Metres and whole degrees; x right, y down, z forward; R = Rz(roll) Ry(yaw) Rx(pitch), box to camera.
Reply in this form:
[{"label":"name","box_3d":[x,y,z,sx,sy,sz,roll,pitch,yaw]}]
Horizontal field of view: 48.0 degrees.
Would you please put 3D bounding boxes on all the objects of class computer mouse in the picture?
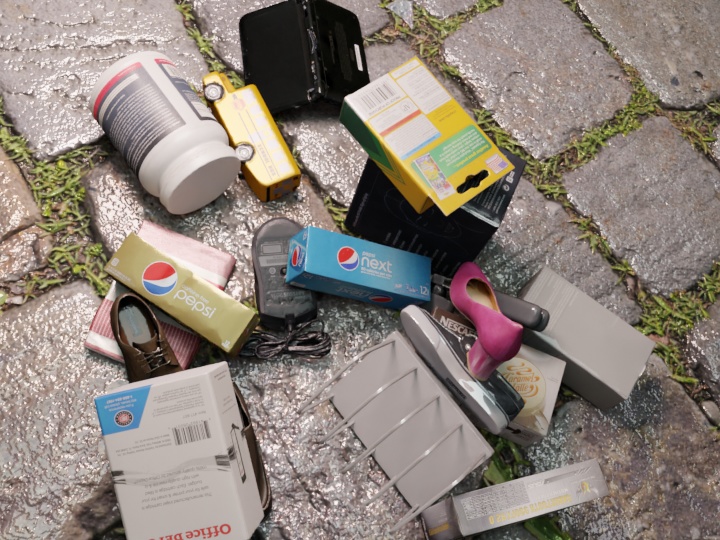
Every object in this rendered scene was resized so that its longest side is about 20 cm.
[{"label":"computer mouse","box_3d":[-0.113,0.027,1.140,0.137,0.053,0.202,0,78,-10]}]

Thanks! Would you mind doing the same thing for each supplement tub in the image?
[{"label":"supplement tub","box_3d":[-0.276,-0.195,1.146,0.140,0.140,0.200,-33,77,-22]}]

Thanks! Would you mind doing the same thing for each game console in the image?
[{"label":"game console","box_3d":[-0.087,-0.334,1.311,0.175,0.116,0.201,10,63,-40]}]

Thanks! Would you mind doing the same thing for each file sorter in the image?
[{"label":"file sorter","box_3d":[0.039,0.206,1.019,0.200,0.139,0.124,51,23,11]}]

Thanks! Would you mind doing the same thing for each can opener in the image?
[{"label":"can opener","box_3d":[0.164,0.055,1.135,0.199,0.053,0.067,21,88,39]}]

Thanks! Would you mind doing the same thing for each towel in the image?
[{"label":"towel","box_3d":[-0.273,0.042,1.114,0.143,0.023,0.201,22,67,-4]}]

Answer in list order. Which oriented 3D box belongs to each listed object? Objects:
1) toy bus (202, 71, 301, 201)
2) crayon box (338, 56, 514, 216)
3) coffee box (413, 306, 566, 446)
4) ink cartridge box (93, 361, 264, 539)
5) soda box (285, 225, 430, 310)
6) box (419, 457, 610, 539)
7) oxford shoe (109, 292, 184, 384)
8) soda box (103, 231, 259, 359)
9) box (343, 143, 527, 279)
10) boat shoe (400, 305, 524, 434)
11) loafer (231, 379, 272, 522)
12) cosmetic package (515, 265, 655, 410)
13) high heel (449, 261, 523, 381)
[{"label":"toy bus","box_3d":[-0.167,-0.204,1.207,0.078,0.065,0.201,-25,78,-13]},{"label":"crayon box","box_3d":[0.083,-0.163,1.034,0.125,0.052,0.200,-34,77,-23]},{"label":"coffee box","box_3d":[0.168,0.148,1.125,0.199,0.080,0.115,24,65,-1]},{"label":"ink cartridge box","box_3d":[-0.212,0.226,0.960,0.145,0.084,0.201,-13,91,7]},{"label":"soda box","box_3d":[0.000,0.000,1.128,0.199,0.064,0.068,14,67,-27]},{"label":"box","box_3d":[0.190,0.297,1.025,0.199,0.159,0.049,-10,70,-16]},{"label":"oxford shoe","box_3d":[-0.267,0.120,1.031,0.072,0.084,0.201,-29,83,-20]},{"label":"soda box","box_3d":[-0.233,0.034,1.065,0.199,0.068,0.064,32,77,5]},{"label":"box","box_3d":[0.100,-0.108,1.153,0.196,0.200,0.124,27,64,0]},{"label":"boat shoe","box_3d":[0.134,0.115,1.048,0.068,0.072,0.200,-39,83,-18]},{"label":"loafer","box_3d":[-0.165,0.225,1.030,0.073,0.071,0.201,-17,72,-17]},{"label":"cosmetic package","box_3d":[0.310,0.099,1.173,0.200,0.090,0.107,38,67,3]},{"label":"high heel","box_3d":[0.164,0.038,1.023,0.067,0.096,0.201,24,38,-13]}]
